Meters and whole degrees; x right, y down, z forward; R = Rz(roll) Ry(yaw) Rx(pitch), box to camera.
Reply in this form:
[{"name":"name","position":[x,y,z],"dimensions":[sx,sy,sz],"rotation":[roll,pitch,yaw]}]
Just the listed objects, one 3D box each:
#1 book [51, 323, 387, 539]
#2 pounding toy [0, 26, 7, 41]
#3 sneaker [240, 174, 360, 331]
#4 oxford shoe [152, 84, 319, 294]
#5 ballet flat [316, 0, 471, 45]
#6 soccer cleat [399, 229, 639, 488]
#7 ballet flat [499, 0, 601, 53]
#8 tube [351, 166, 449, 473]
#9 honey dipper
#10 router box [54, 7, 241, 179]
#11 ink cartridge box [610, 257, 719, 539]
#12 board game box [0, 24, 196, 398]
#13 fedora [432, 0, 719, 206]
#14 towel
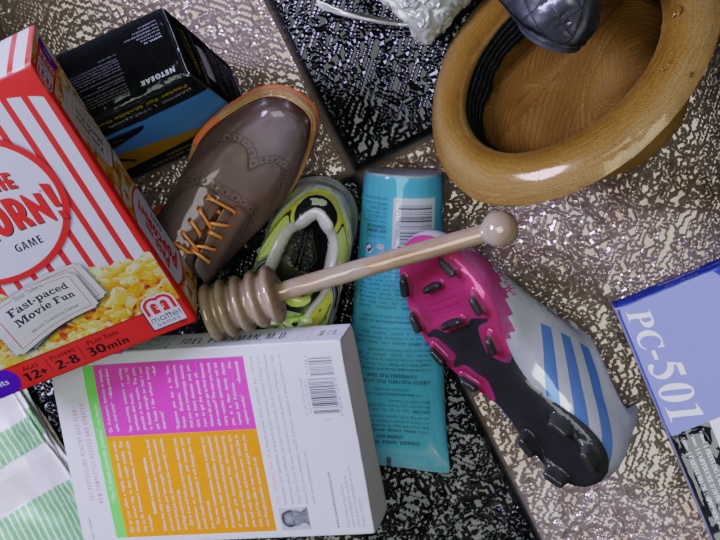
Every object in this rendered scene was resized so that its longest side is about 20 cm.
[{"name":"book","position":[-0.092,0.105,1.097],"dimensions":[0.200,0.048,0.134],"rotation":[-3,110,18]},{"name":"pounding toy","position":[-0.306,-0.141,1.070],"dimensions":[0.200,0.184,0.142],"rotation":[-30,92,8]},{"name":"sneaker","position":[-0.055,0.036,1.115],"dimensions":[0.075,0.076,0.200],"rotation":[13,98,3]},{"name":"oxford shoe","position":[-0.090,-0.032,1.078],"dimensions":[0.071,0.073,0.200],"rotation":[28,125,-16]},{"name":"ballet flat","position":[-0.025,-0.202,1.092],"dimensions":[0.200,0.072,0.072],"rotation":[27,98,5]},{"name":"soccer cleat","position":[0.102,0.047,1.099],"dimensions":[0.200,0.086,0.070],"rotation":[52,135,-7]},{"name":"ballet flat","position":[0.083,-0.203,1.048],"dimensions":[0.200,0.066,0.057],"rotation":[47,132,36]},{"name":"tube","position":[0.024,0.034,1.123],"dimensions":[0.077,0.050,0.200],"rotation":[4,100,11]},{"name":"honey dipper","position":[0.000,0.000,1.046],"dimensions":[0.200,0.038,0.038],"rotation":[-16,94,9]},{"name":"router box","position":[-0.181,-0.087,1.078],"dimensions":[0.200,0.149,0.051],"rotation":[-23,80,8]},{"name":"ink cartridge box","position":[0.243,0.096,1.104],"dimensions":[0.094,0.044,0.200],"rotation":[-22,92,6]},{"name":"board game box","position":[-0.207,-0.026,1.002],"dimensions":[0.151,0.046,0.200],"rotation":[-22,126,11]},{"name":"fedora","position":[0.140,-0.112,1.058],"dimensions":[0.200,0.082,0.201],"rotation":[-20,51,26]},{"name":"towel","position":[-0.265,0.155,1.176],"dimensions":[0.152,0.023,0.200],"rotation":[-34,91,9]}]
